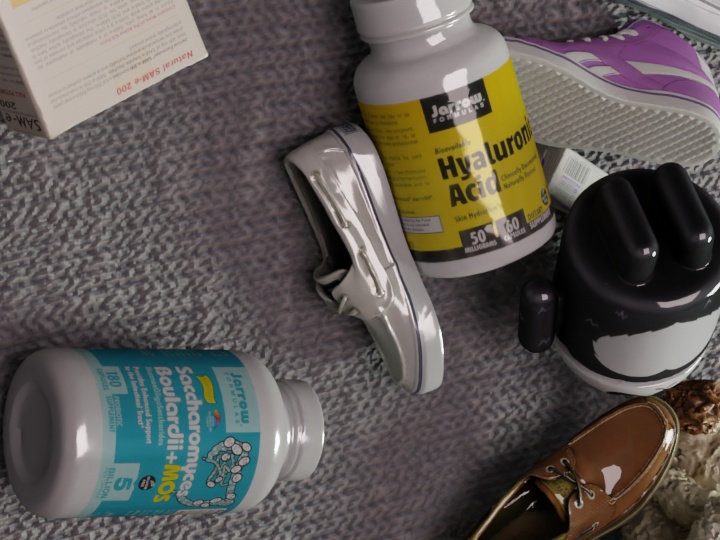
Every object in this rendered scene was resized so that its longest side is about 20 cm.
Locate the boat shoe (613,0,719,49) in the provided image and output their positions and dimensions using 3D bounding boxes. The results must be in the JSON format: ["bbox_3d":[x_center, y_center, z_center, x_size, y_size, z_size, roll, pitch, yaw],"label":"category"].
[{"bbox_3d":[0.250,-0.212,1.834,0.200,0.074,0.067,19,90,-32],"label":"boat shoe"}]

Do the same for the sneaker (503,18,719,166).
[{"bbox_3d":[0.166,-0.146,1.806,0.200,0.114,0.073,17,133,-12],"label":"sneaker"}]

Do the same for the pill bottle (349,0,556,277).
[{"bbox_3d":[0.059,-0.105,1.713,0.111,0.111,0.200,-27,109,-26],"label":"pill bottle"}]

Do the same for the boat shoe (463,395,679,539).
[{"bbox_3d":[0.152,0.167,1.794,0.200,0.072,0.068,-45,160,4],"label":"boat shoe"}]

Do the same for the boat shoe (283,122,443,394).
[{"bbox_3d":[0.000,0.000,1.719,0.066,0.072,0.200,-24,109,-21],"label":"boat shoe"}]

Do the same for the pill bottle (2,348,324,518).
[{"bbox_3d":[-0.126,0.106,1.633,0.200,0.111,0.111,1,97,-32],"label":"pill bottle"}]

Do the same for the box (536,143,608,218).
[{"bbox_3d":[0.204,-0.033,1.855,0.200,0.039,0.041,30,83,-31],"label":"box"}]

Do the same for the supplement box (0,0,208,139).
[{"bbox_3d":[-0.196,-0.200,1.562,0.126,0.074,0.200,-30,112,-25],"label":"supplement box"}]

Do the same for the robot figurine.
[{"bbox_3d":[0.200,0.009,1.758,0.150,0.200,0.125,19,60,9],"label":"robot figurine"}]

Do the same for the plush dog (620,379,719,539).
[{"bbox_3d":[0.258,0.171,1.885,0.200,0.160,0.172,42,58,-58],"label":"plush dog"}]
